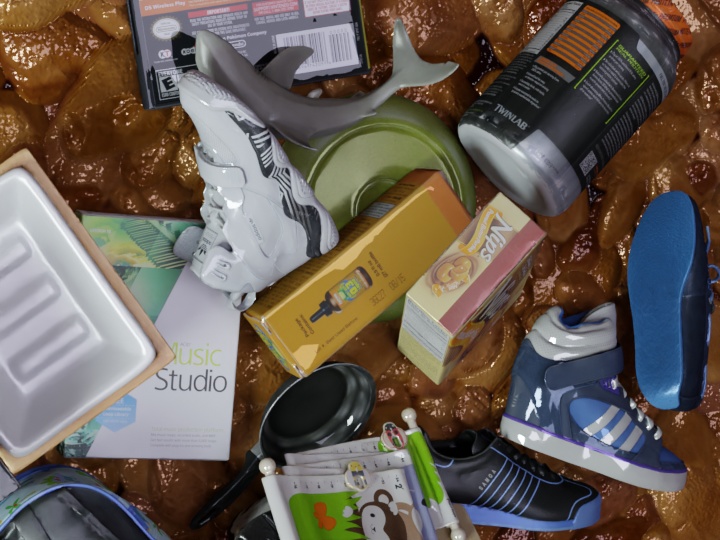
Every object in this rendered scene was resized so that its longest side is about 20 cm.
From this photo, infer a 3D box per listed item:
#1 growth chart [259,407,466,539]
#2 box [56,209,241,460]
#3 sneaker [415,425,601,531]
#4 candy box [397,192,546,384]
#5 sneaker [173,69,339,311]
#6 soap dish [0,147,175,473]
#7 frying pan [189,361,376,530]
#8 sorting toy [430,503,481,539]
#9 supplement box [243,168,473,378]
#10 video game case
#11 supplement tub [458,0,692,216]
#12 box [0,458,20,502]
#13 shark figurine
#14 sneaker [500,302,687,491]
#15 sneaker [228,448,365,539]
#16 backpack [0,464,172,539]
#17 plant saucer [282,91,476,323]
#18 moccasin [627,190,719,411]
[{"bbox_3d":[0.004,0.198,1.471,0.199,0.018,0.146,-12,68,-44],"label":"growth chart"},{"bbox_3d":[-0.172,0.055,1.477,0.143,0.036,0.202,3,93,-22],"label":"box"},{"bbox_3d":[0.129,0.183,1.591,0.198,0.070,0.079,6,100,-21],"label":"sneaker"},{"bbox_3d":[0.089,0.019,1.488,0.055,0.200,0.116,41,78,10],"label":"candy box"},{"bbox_3d":[-0.107,-0.057,1.416,0.115,0.075,0.200,-42,126,-7],"label":"sneaker"},{"bbox_3d":[-0.264,0.031,1.390,0.157,0.081,0.201,-36,98,-3],"label":"soap dish"},{"bbox_3d":[-0.060,0.150,1.527,0.115,0.031,0.191,21,112,-47],"label":"frying pan"},{"bbox_3d":[0.037,0.330,1.503,0.197,0.070,0.201,-21,71,-18],"label":"sorting toy"},{"bbox_3d":[0.000,0.000,1.491,0.200,0.069,0.067,-40,107,-14],"label":"supplement box"},{"bbox_3d":[-0.097,-0.239,1.481,0.198,0.025,0.182,-12,100,-19],"label":"video game case"},{"bbox_3d":[0.189,-0.156,1.550,0.200,0.122,0.123,-47,109,-10],"label":"supplement tub"},{"bbox_3d":[-0.337,0.110,1.328,0.079,0.200,0.142,-39,107,-13],"label":"box"},{"bbox_3d":[-0.033,-0.130,1.466,0.213,0.090,0.129,-3,122,-22],"label":"shark figurine"},{"bbox_3d":[0.229,0.108,1.616,0.199,0.081,0.148,19,91,-19],"label":"sneaker"},{"bbox_3d":[-0.077,0.236,1.472,0.076,0.115,0.200,48,39,-2],"label":"sneaker"},{"bbox_3d":[-0.234,0.257,1.414,0.183,0.147,0.200,-43,112,-11],"label":"backpack"},{"bbox_3d":[0.016,-0.053,1.542,0.198,0.031,0.202,-2,97,-22],"label":"plant saucer"},{"bbox_3d":[0.284,0.031,1.629,0.068,0.080,0.202,22,71,-46],"label":"moccasin"}]
